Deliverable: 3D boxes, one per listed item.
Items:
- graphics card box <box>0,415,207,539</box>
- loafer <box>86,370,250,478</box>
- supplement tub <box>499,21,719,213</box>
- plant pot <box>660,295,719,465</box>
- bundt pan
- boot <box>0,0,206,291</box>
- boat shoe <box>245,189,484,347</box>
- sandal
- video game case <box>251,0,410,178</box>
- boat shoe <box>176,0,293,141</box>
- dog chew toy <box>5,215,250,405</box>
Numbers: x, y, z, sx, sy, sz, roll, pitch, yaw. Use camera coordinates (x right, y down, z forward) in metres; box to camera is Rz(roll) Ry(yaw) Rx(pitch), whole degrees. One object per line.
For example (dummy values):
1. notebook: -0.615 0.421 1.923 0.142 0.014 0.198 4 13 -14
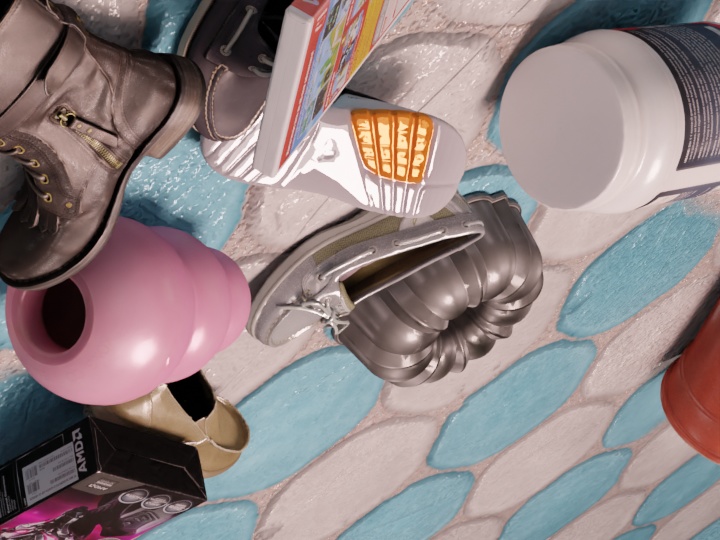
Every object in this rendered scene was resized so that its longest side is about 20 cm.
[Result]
1. graphics card box: -0.231 0.182 1.315 0.200 0.051 0.125 -30 148 25
2. loafer: -0.138 0.113 1.363 0.067 0.076 0.200 -36 156 15
3. supplement tub: 0.219 -0.119 1.334 0.200 0.140 0.140 -11 145 -42
4. plant pot: 0.471 0.097 1.994 0.201 0.201 0.195 -20 142 -30
5. bundt pan: 0.076 0.027 1.487 0.202 0.076 0.202 -28 153 -15
6. boot: -0.199 -0.079 0.982 0.200 0.069 0.174 -49 147 18
7. boat shoe: 0.001 0.000 1.355 0.202 0.065 0.074 -33 155 -6
8. sandal: -0.020 -0.092 1.189 0.206 0.059 0.079 10 116 -30
9. video game case: 0.002 -0.163 1.014 0.200 0.017 0.143 -55 171 -34
10. boat shoe: -0.057 -0.141 1.034 0.073 0.063 0.200 -15 146 -36
11. dog chew toy: -0.145 0.023 1.158 0.125 0.125 0.200 -47 161 22
